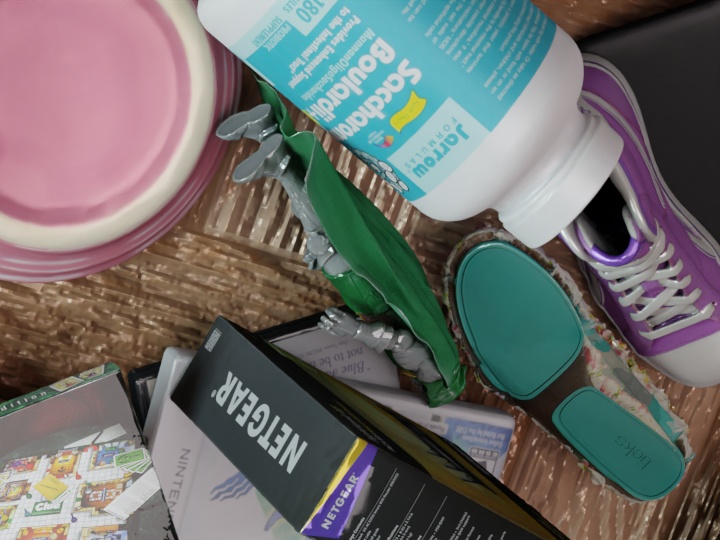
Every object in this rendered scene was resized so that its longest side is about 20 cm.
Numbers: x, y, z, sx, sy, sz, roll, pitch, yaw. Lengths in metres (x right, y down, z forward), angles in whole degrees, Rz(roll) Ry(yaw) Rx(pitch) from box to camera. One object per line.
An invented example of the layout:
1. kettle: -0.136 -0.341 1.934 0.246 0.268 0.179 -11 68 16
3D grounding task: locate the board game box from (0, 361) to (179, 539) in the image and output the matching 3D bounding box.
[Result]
1. board game box: -0.191 0.126 1.158 0.199 0.023 0.105 -20 107 -12

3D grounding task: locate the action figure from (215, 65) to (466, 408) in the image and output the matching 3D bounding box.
1. action figure: 0.000 0.000 1.225 0.055 0.118 0.200 -32 124 8

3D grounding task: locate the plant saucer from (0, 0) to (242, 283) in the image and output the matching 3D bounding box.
1. plant saucer: -0.147 -0.088 1.178 0.199 0.051 0.202 -7 108 -21

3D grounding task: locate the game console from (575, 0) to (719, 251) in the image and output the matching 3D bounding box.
1. game console: 0.226 -0.077 1.351 0.176 0.116 0.201 -43 121 -39

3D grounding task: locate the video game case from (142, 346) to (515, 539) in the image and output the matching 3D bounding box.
1. video game case: -0.031 0.144 1.287 0.199 0.022 0.183 12 100 -25

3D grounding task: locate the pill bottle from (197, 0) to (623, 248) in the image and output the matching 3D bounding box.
1. pill bottle: 0.029 -0.100 1.166 0.200 0.111 0.111 39 89 -10

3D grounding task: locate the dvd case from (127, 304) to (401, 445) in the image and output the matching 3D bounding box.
1. dvd case: -0.037 0.126 1.303 0.142 0.018 0.201 -17 111 -18

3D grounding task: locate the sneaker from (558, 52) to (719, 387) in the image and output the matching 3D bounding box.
1. sneaker: 0.140 -0.004 1.277 0.072 0.114 0.201 -26 111 17

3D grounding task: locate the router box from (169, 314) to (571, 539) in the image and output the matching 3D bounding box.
1. router box: 0.012 0.102 1.170 0.157 0.200 0.052 30 92 -26

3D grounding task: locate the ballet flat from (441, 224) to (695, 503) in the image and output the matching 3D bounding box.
1. ballet flat: 0.104 0.047 1.312 0.075 0.064 0.200 -35 115 8
